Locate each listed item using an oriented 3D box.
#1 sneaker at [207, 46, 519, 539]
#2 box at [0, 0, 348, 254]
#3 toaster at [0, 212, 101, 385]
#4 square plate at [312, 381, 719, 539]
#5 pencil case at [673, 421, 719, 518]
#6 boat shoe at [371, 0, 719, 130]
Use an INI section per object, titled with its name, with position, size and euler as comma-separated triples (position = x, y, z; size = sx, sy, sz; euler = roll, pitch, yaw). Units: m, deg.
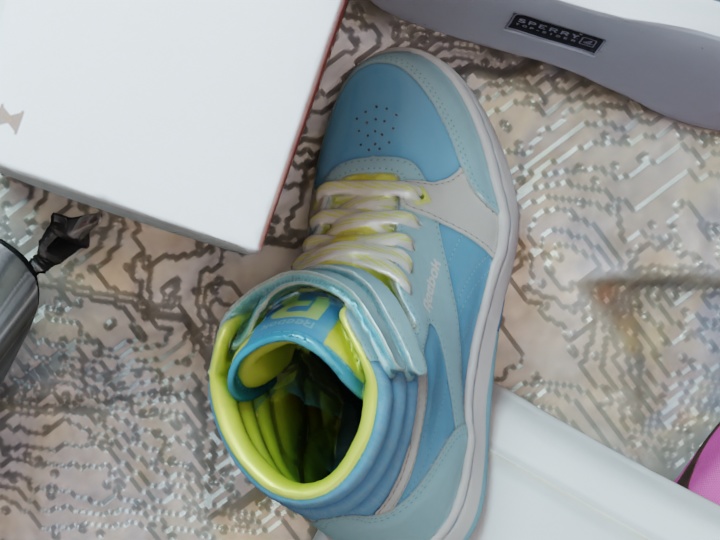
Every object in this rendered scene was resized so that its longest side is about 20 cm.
[sneaker]
position = 0.000, 0.000, 0.918
size = 0.079, 0.131, 0.200
euler = -8, 72, 22
[box]
position = -0.063, -0.092, 0.897
size = 0.106, 0.200, 0.152
euler = 19, 90, -4
[toaster]
position = -0.221, 0.038, 0.895
size = 0.181, 0.119, 0.200
euler = 28, 117, -5
[square plate]
position = 0.046, 0.152, 0.944
size = 0.198, 0.028, 0.200
euler = 28, 88, 28
[pencil case]
position = 0.190, 0.063, 0.974
size = 0.094, 0.091, 0.200
euler = 39, 90, -12
[boat shoe]
position = 0.099, -0.110, 0.972
size = 0.200, 0.074, 0.065
euler = 19, 66, -16
